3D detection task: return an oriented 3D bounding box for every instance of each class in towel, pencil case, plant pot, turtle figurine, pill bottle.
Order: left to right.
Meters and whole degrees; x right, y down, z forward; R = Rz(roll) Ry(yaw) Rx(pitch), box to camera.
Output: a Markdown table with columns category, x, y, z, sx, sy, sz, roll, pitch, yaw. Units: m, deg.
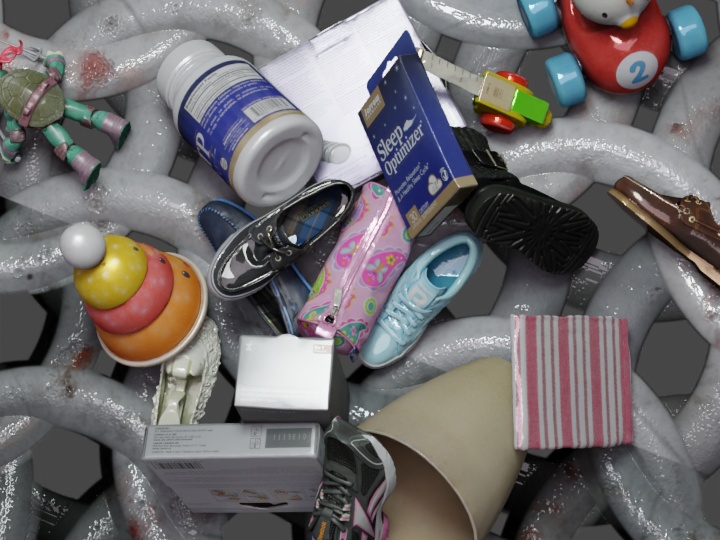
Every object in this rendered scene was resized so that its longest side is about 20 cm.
| category | x | y | z | sx | sy | sz | roll | pitch | yaw |
| --- | --- | --- | --- | --- | --- | --- | --- | --- | --- |
| turtle figurine | -0.382 | -0.190 | 1.651 | 0.199 | 0.101 | 0.150 | 33 | 88 | 2 |
| pill bottle | -0.145 | -0.175 | 1.591 | 0.120 | 0.120 | 0.200 | -45 | 58 | 0 |
| pencil case | 0.000 | 0.000 | 1.577 | 0.087 | 0.088 | 0.201 | 25 | 71 | 7 |
| plant pot | 0.107 | 0.189 | 1.516 | 0.187 | 0.187 | 0.200 | 43 | 55 | 8 |
| towel | 0.231 | 0.123 | 1.529 | 0.030 | 0.199 | 0.147 | -8 | 81 | 48 |

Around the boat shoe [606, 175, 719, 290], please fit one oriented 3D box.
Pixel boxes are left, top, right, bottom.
| category | x | y | z | sx | sy | sz | roll | pitch | yaw |
| --- | --- | --- | --- | --- | --- | --- | --- | --- | --- |
| boat shoe | 0.375 | -0.049 | 1.576 | 0.200 | 0.070 | 0.070 | 38 | 96 | -1 |

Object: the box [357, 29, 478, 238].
| category | x | y | z | sx | sy | sz | roll | pitch | yaw |
| --- | --- | --- | --- | --- | --- | --- | --- | --- | --- |
| box | 0.054 | -0.150 | 1.531 | 0.032 | 0.121 | 0.201 | -11 | 70 | -30 |

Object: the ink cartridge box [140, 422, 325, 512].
| category | x | y | z | sx | sy | sz | roll | pitch | yaw |
| --- | --- | --- | --- | --- | --- | --- | --- | --- | --- |
| ink cartridge box | -0.121 | 0.222 | 1.545 | 0.199 | 0.174 | 0.044 | -2 | 62 | 13 |

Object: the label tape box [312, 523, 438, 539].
| category | x | y | z | sx | sy | sz | roll | pitch | yaw |
| --- | --- | --- | --- | --- | --- | --- | --- | --- | --- |
| label tape box | 0.020 | 0.387 | 1.568 | 0.143 | 0.063 | 0.201 | -1 | 84 | 5 |

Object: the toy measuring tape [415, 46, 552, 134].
| category | x | y | z | sx | sy | sz | roll | pitch | yaw |
| --- | --- | --- | --- | --- | --- | --- | --- | --- | --- |
| toy measuring tape | 0.133 | -0.207 | 1.596 | 0.199 | 0.074 | 0.074 | 20 | 86 | -23 |

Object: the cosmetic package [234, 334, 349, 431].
| category | x | y | z | sx | sy | sz | roll | pitch | yaw |
| --- | --- | --- | --- | --- | --- | --- | --- | --- | --- |
| cosmetic package | -0.072 | 0.141 | 1.529 | 0.106 | 0.200 | 0.091 | 1 | 71 | 7 |

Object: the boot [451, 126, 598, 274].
| category | x | y | z | sx | sy | sz | roll | pitch | yaw |
| --- | --- | --- | --- | --- | --- | --- | --- | --- | --- |
| boot | 0.167 | -0.085 | 1.588 | 0.080 | 0.211 | 0.158 | -54 | 40 | 14 |

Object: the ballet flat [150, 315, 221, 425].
| category | x | y | z | sx | sy | sz | roll | pitch | yaw |
| --- | --- | --- | --- | --- | --- | --- | --- | --- | --- |
| ballet flat | -0.207 | 0.141 | 1.614 | 0.071 | 0.072 | 0.201 | 9 | 85 | 6 |

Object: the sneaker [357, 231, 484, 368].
| category | x | y | z | sx | sy | sz | roll | pitch | yaw |
| --- | --- | --- | --- | --- | --- | --- | --- | --- | --- |
| sneaker | 0.063 | 0.028 | 1.591 | 0.074 | 0.082 | 0.200 | 39 | 89 | 9 |

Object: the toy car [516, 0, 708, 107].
| category | x | y | z | sx | sy | sz | roll | pitch | yaw |
| --- | --- | --- | --- | --- | --- | --- | --- | --- | --- |
| toy car | 0.285 | -0.297 | 1.543 | 0.183 | 0.200 | 0.178 | -21 | 83 | 3 |

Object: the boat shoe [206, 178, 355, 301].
| category | x | y | z | sx | sy | sz | roll | pitch | yaw |
| --- | --- | --- | --- | --- | --- | --- | --- | --- | --- |
| boat shoe | -0.085 | -0.037 | 1.550 | 0.200 | 0.066 | 0.070 | -34 | 94 | -15 |

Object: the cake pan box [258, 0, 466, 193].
| category | x | y | z | sx | sy | sz | roll | pitch | yaw |
| --- | --- | --- | --- | --- | --- | --- | --- | --- | --- |
| cake pan box | 0.006 | -0.203 | 1.636 | 0.199 | 0.052 | 0.185 | -29 | 85 | 2 |

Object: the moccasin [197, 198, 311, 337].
| category | x | y | z | sx | sy | sz | roll | pitch | yaw |
| --- | --- | --- | --- | --- | --- | --- | --- | --- | --- |
| moccasin | -0.121 | 0.001 | 1.604 | 0.200 | 0.081 | 0.068 | 45 | 50 | 9 |

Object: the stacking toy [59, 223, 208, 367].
| category | x | y | z | sx | sy | sz | roll | pitch | yaw |
| --- | --- | --- | --- | --- | --- | --- | --- | --- | --- |
| stacking toy | -0.271 | 0.009 | 1.552 | 0.145 | 0.200 | 0.147 | -9 | 61 | 17 |

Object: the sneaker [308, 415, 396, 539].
| category | x | y | z | sx | sy | sz | roll | pitch | yaw |
| --- | --- | --- | --- | --- | --- | --- | --- | --- | --- |
| sneaker | -0.015 | 0.247 | 1.452 | 0.080 | 0.201 | 0.086 | 21 | 45 | 31 |
